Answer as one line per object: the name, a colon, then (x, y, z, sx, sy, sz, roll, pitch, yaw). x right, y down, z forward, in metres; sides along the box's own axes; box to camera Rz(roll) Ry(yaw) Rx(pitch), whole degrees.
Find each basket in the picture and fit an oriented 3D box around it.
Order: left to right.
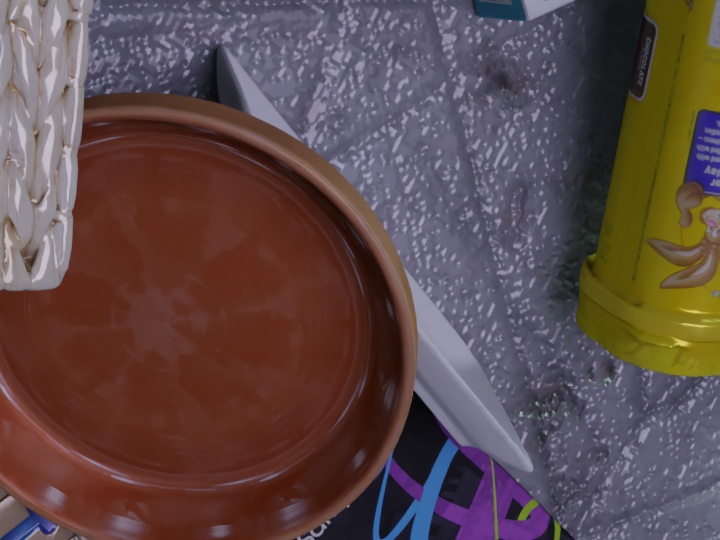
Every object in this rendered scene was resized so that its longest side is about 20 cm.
basket: (-0.184, -0.064, 0.699, 0.123, 0.200, 0.137, 1, 99, -32)

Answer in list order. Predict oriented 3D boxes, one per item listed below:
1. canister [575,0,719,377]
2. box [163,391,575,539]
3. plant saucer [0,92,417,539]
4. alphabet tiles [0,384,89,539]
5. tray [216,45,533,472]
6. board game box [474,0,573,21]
canister: (0.184, -0.063, 0.929, 0.148, 0.087, 0.201, -4, 115, -29)
box: (0.006, 0.131, 0.919, 0.200, 0.036, 0.143, 44, 78, -26)
plant saucer: (-0.076, 0.023, 0.803, 0.199, 0.032, 0.202, 4, 118, 7)
alphabet tiles: (-0.088, 0.104, 0.887, 0.200, 0.006, 0.167, -38, 114, -17)
tray: (0.000, 0.000, 0.863, 0.022, 0.107, 0.200, -37, 116, 5)
board game box: (0.123, -0.218, 0.916, 0.199, 0.047, 0.152, -26, 111, -21)
